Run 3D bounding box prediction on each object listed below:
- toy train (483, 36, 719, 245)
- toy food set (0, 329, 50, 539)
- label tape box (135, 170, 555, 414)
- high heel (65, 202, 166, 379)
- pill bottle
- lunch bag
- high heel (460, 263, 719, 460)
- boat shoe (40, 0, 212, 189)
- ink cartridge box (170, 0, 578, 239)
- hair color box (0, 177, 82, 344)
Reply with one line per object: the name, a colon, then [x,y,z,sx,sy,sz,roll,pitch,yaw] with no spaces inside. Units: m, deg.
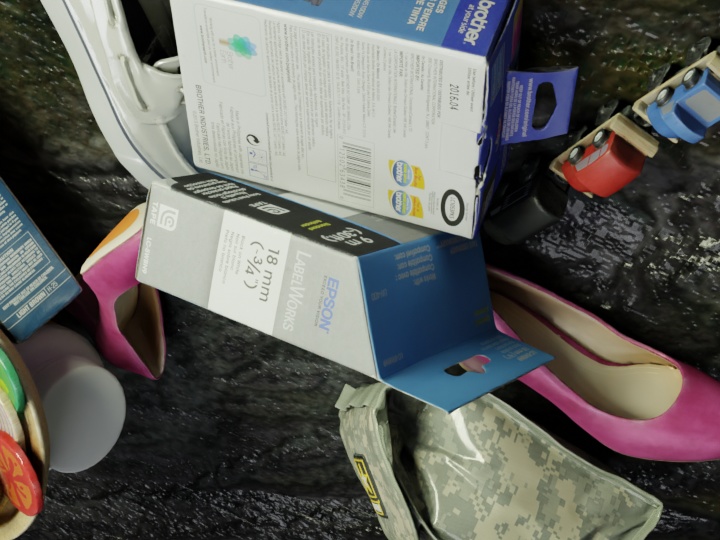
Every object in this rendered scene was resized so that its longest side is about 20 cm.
toy train: [0.130,-0.062,0.756,0.034,0.046,0.200,36,141,-15]
toy food set: [-0.281,0.099,0.961,0.198,0.049,0.200,47,129,12]
label tape box: [0.000,0.000,0.790,0.199,0.144,0.064,20,108,26]
high heel: [-0.148,0.021,0.985,0.096,0.067,0.200,42,146,-7]
pill bottle: [-0.263,0.081,1.053,0.200,0.109,0.109,18,147,41]
lunch bag: [0.071,0.142,0.943,0.200,0.118,0.164,33,170,-3]
high heel: [0.145,0.051,0.860,0.199,0.067,0.096,23,152,21]
boat shoe: [-0.114,-0.120,0.807,0.066,0.072,0.200,2,130,33]
ink cartridge box: [0.010,-0.099,0.753,0.199,0.076,0.137,16,144,13]
hair color box: [-0.276,-0.051,0.937,0.100,0.061,0.200,15,142,54]
